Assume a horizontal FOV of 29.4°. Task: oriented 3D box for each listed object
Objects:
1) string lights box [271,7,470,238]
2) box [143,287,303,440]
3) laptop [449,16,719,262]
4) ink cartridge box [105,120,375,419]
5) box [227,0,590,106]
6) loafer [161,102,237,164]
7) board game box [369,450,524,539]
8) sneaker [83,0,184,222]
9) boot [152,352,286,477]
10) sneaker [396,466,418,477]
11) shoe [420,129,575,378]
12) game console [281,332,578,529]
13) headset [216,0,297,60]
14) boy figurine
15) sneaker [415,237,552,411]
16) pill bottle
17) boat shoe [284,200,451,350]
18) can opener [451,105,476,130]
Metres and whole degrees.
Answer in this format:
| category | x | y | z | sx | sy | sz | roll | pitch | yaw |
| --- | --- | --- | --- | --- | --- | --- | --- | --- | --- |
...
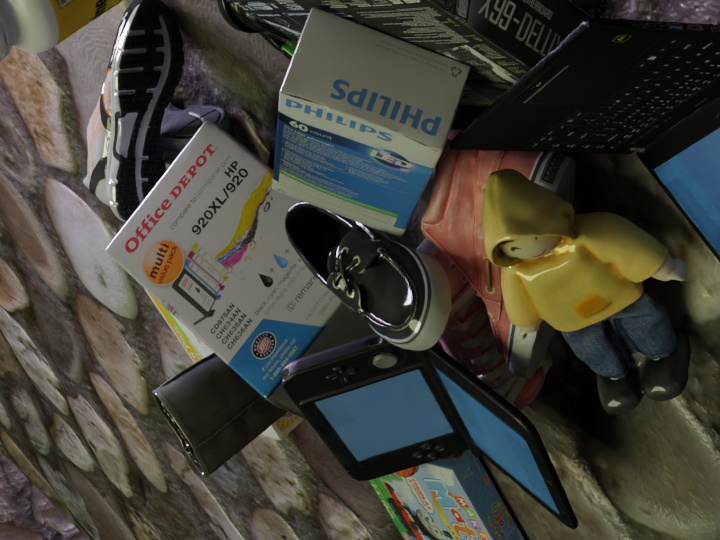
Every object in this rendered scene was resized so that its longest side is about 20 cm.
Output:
| category | x | y | z | sx | sy | sz | roll | pitch | yaw |
| --- | --- | --- | --- | --- | --- | --- | --- | --- | --- |
| string lights box | 0.000 | -0.087 | 0.881 | 0.102 | 0.059 | 0.200 | 21 | 166 | -1 |
| box | -0.115 | 0.059 | 1.401 | 0.101 | 0.112 | 0.201 | 2 | 128 | 59 |
| laptop | 0.176 | -0.052 | 0.753 | 0.177 | 0.198 | 0.104 | 141 | 125 | -65 |
| ink cartridge box | -0.083 | 0.002 | 1.172 | 0.200 | 0.148 | 0.145 | 40 | 180 | 21 |
| box | 0.034 | -0.152 | 0.833 | 0.157 | 0.050 | 0.199 | 25 | 173 | -35 |
| loafer | -0.183 | -0.123 | 1.320 | 0.199 | 0.072 | 0.063 | 15 | 142 | 48 |
| board game box | 0.080 | 0.236 | 1.401 | 0.199 | 0.037 | 0.152 | 2 | 126 | 58 |
| sneaker | -0.215 | -0.149 | 1.242 | 0.080 | 0.073 | 0.202 | 25 | 108 | 42 |
| boot | -0.077 | 0.131 | 1.325 | 0.182 | 0.200 | 0.072 | 52 | 153 | -6 |
| sneaker | 0.010 | 0.115 | 1.289 | 0.073 | 0.076 | 0.202 | -116 | 7 | -60 |
| shoe | 0.095 | -0.011 | 0.967 | 0.090 | 0.072 | 0.201 | 19 | 139 | 20 |
| game console | 0.055 | 0.137 | 1.044 | 0.200 | 0.174 | 0.117 | 61 | -166 | -54 |
| headset | -0.070 | -0.204 | 0.979 | 0.200 | 0.094 | 0.123 | 44 | 157 | -13 |
| boy figurine | 0.144 | 0.008 | 0.876 | 0.123 | 0.065 | 0.200 | -18 | 134 | 29 |
| sneaker | 0.097 | 0.045 | 1.052 | 0.104 | 0.075 | 0.201 | 39 | 164 | 29 |
| pill bottle | -0.245 | -0.246 | 1.091 | 0.112 | 0.200 | 0.113 | 39 | 154 | 24 |
| boat shoe | 0.000 | 0.000 | 0.988 | 0.200 | 0.056 | 0.069 | 42 | 116 | 58 |
| can opener | 0.022 | -0.085 | 1.030 | 0.053 | 0.066 | 0.200 | 52 | 151 | -2 |
